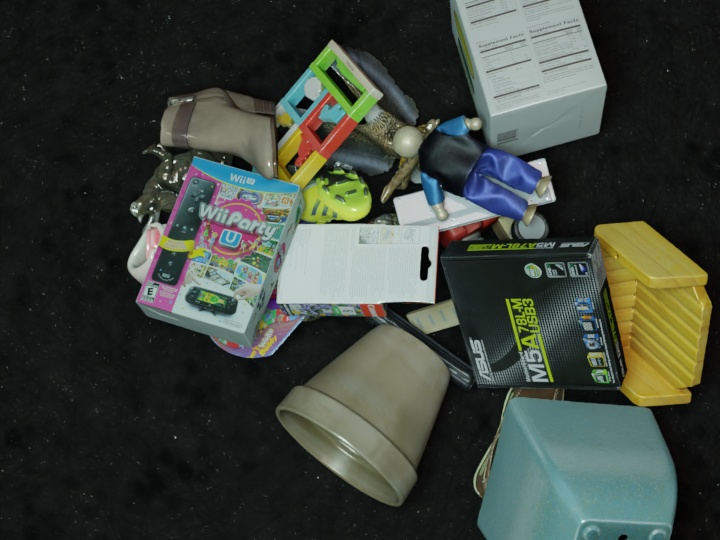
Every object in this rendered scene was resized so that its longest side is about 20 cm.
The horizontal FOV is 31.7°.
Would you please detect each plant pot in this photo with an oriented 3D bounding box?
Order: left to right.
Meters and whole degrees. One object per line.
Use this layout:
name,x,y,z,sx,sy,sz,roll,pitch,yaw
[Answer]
plant pot,0.019,0.169,1.612,0.200,0.200,0.174,35,72,4
plant pot,0.273,0.292,1.523,0.194,0.200,0.198,6,113,-12

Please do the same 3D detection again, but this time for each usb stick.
usb stick,0.070,0.093,1.668,0.199,0.055,0.033,35,79,6

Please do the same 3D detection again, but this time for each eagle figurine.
eagle figurine,0.013,-0.195,1.674,0.151,0.152,0.200,-27,44,-37

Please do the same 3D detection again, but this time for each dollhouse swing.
dollhouse swing,0.299,0.069,1.563,0.175,0.182,0.201,-17,129,-20

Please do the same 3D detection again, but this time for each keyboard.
keyboard,0.144,-0.090,1.605,0.199,0.011,0.057,-15,80,3

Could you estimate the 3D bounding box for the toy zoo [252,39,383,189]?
toy zoo,-0.069,-0.185,1.623,0.200,0.020,0.131,-49,45,12

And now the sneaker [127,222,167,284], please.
sneaker,-0.214,-0.029,1.634,0.200,0.105,0.076,-28,43,24

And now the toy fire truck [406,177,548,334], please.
toy fire truck,0.142,-0.010,1.654,0.199,0.129,0.177,-31,85,-10

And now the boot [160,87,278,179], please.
boot,-0.177,-0.169,1.585,0.145,0.200,0.071,-1,120,-6

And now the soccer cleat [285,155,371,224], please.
soccer cleat,-0.044,-0.090,1.633,0.064,0.200,0.084,-19,117,-29

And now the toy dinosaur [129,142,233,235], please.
toy dinosaur,-0.226,-0.138,1.700,0.199,0.077,0.103,-28,97,-5

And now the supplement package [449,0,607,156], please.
supplement package,0.211,-0.273,1.623,0.150,0.152,0.201,-15,72,2

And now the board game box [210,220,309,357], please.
board game box,-0.132,0.014,1.655,0.200,0.039,0.158,-49,57,0

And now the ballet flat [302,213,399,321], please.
ballet flat,-0.016,-0.008,1.674,0.200,0.072,0.072,-39,85,-1

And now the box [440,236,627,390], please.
box,0.212,0.054,1.543,0.192,0.048,0.201,-2,122,27

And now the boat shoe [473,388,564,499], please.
boat shoe,0.212,0.210,1.645,0.074,0.075,0.203,23,87,4

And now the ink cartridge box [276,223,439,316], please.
ink cartridge box,0.000,0.000,1.584,0.199,0.050,0.110,0,67,11

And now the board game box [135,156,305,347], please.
board game box,-0.170,-0.024,1.563,0.147,0.064,0.201,15,71,12

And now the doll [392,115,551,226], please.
doll,0.129,-0.122,1.573,0.199,0.048,0.137,27,108,5
